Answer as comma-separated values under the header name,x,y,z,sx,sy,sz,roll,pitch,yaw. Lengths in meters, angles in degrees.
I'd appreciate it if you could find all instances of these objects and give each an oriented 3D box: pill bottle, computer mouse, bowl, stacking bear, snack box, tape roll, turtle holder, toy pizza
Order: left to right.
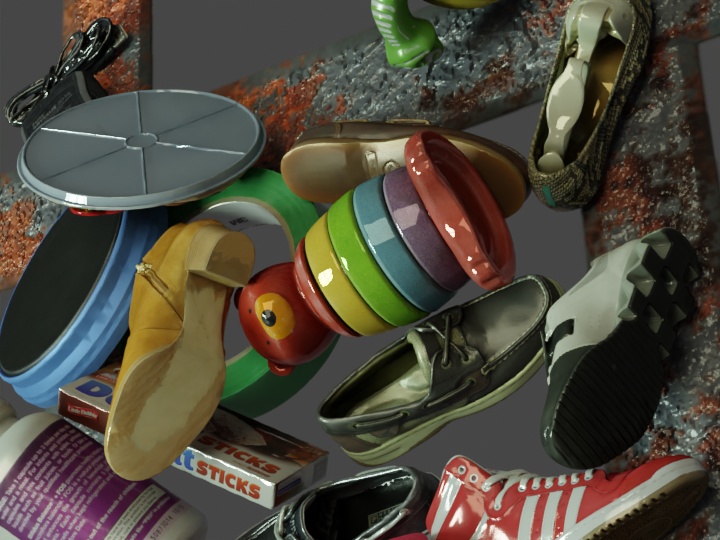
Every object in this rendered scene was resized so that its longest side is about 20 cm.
name,x,y,z,sx,sy,sz,roll,pitch,yaw
pill bottle,-0.221,0.175,1.447,0.200,0.112,0.112,33,88,7
bowl,-0.230,0.014,1.584,0.201,0.039,0.201,-42,30,31
computer mouse,-0.245,-0.124,1.704,0.138,0.053,0.200,-39,35,16
toy pizza,-0.173,-0.090,1.562,0.199,0.032,0.200,-4,30,2
snack box,-0.125,0.120,1.442,0.200,0.072,0.024,20,115,27
tape roll,-0.101,0.018,1.537,0.200,0.048,0.201,-16,60,29
stacking bear,0.000,0.000,1.398,0.200,0.114,0.122,-31,89,18
turtle holder,0.079,-0.254,1.493,0.141,0.132,0.186,-9,64,29

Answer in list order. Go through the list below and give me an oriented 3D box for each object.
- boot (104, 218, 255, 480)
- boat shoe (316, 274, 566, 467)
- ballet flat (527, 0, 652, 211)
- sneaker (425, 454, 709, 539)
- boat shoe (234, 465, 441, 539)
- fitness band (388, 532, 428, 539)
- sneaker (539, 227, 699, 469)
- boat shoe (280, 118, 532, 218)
name,x,y,z,sx,sy,sz,roll,pitch,yaw
boot,-0.145,0.056,1.436,0.202,0.071,0.144,-66,21,-11
boat shoe,0.057,0.067,1.391,0.201,0.066,0.072,-36,52,15
ballet flat,0.165,-0.143,1.415,0.068,0.075,0.201,11,73,23
sneaker,0.128,0.151,1.298,0.200,0.071,0.113,-36,55,18
boat shoe,-0.031,0.187,1.391,0.199,0.068,0.072,-21,57,25
fitness band,-0.042,0.225,1.330,0.200,0.143,0.038,-28,66,24
sneaker,0.155,0.059,1.309,0.088,0.074,0.200,-15,31,44
boat shoe,0.040,-0.084,1.475,0.199,0.071,0.070,10,29,24
